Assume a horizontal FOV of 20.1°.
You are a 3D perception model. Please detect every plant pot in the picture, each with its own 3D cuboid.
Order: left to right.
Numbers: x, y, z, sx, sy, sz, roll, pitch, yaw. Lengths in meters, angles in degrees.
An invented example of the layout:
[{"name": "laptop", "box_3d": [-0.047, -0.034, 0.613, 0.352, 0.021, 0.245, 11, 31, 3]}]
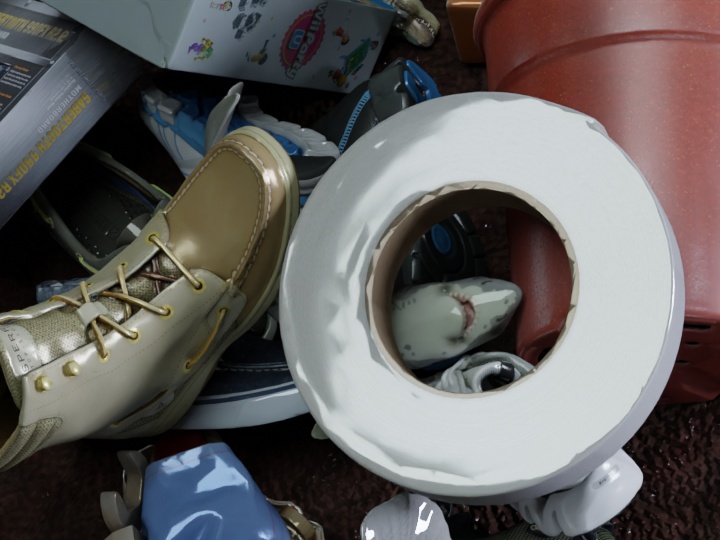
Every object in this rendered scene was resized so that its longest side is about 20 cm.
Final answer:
[{"name": "plant pot", "box_3d": [0.158, -0.042, 1.087, 0.200, 0.201, 0.196, -4, 69, 15]}]

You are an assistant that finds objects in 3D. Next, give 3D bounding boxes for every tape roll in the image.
[{"name": "tape roll", "box_3d": [0.058, 0.012, 0.993, 0.202, 0.037, 0.204, -4, 76, 17]}]

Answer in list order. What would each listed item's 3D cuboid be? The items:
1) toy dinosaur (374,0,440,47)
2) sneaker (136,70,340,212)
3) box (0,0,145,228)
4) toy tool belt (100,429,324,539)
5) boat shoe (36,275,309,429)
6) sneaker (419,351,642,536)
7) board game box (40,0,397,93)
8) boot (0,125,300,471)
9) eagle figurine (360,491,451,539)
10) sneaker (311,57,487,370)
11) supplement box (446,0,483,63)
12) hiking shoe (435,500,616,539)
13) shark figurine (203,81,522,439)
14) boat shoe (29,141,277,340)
[{"name": "toy dinosaur", "box_3d": [0.014, -0.233, 1.317, 0.088, 0.047, 0.200, -34, 54, 4]}, {"name": "sneaker", "box_3d": [-0.082, -0.060, 1.234, 0.075, 0.087, 0.200, -11, 30, -26]}, {"name": "box", "box_3d": [-0.242, -0.098, 1.269, 0.159, 0.048, 0.200, -50, 34, -14]}, {"name": "toy tool belt", "box_3d": [-0.085, 0.149, 1.082, 0.124, 0.123, 0.201, -22, 57, 4]}, {"name": "boat shoe", "box_3d": [-0.095, 0.040, 1.144, 0.199, 0.071, 0.091, -6, 96, 21]}, {"name": "sneaker", "box_3d": [0.061, 0.076, 1.075, 0.075, 0.081, 0.199, -41, 29, -28]}, {"name": "board game box", "box_3d": [-0.095, -0.167, 1.221, 0.147, 0.200, 0.065, 31, 106, 28]}, {"name": "boot", "box_3d": [-0.124, 0.018, 1.024, 0.073, 0.155, 0.200, 47, 121, 21]}, {"name": "eagle figurine", "box_3d": [-0.010, 0.216, 0.971, 0.200, 0.151, 0.152, -34, 87, 19]}, {"name": "sneaker", "box_3d": [0.020, -0.024, 1.192, 0.082, 0.073, 0.201, -26, 53, 28]}, {"name": "supplement box", "box_3d": [0.107, -0.227, 1.271, 0.066, 0.069, 0.201, 5, 61, 17]}, {"name": "hiking shoe", "box_3d": [0.118, 0.160, 1.041, 0.199, 0.076, 0.101, 5, 66, 21]}, {"name": "shark figurine", "box_3d": [-0.020, 0.000, 1.100, 0.214, 0.089, 0.129, 37, 108, 18]}, {"name": "boat shoe", "box_3d": [-0.132, -0.013, 1.225, 0.201, 0.060, 0.072, 36, 77, 30]}]
